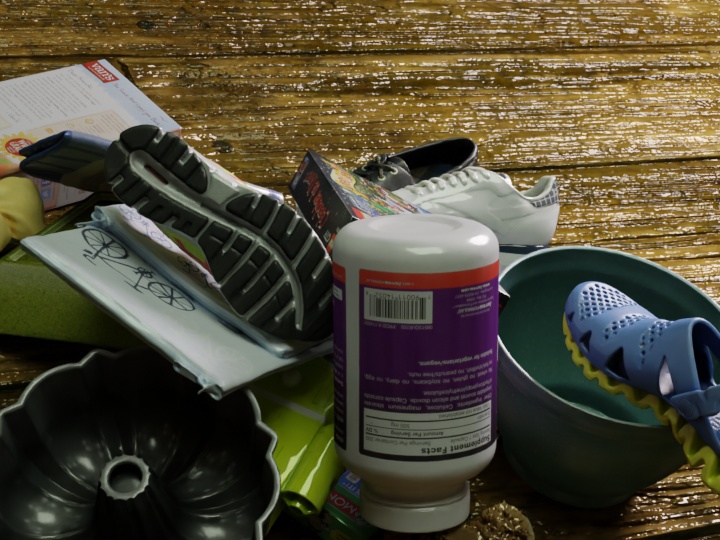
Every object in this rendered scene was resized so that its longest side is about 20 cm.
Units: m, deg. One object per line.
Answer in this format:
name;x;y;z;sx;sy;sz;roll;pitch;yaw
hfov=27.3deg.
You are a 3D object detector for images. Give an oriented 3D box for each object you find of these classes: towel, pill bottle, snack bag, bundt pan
towel;-0.177;-0.074;1.249;0.199;0.024;0.147;16;-11;-27
pill bottle;0.037;0.068;1.001;0.111;0.202;0.113;0;13;0
snack bag;-0.121;0.012;1.040;0.188;0.021;0.200;36;20;16
bundt pan;-0.149;0.152;0.967;0.200;0.076;0.203;0;54;0

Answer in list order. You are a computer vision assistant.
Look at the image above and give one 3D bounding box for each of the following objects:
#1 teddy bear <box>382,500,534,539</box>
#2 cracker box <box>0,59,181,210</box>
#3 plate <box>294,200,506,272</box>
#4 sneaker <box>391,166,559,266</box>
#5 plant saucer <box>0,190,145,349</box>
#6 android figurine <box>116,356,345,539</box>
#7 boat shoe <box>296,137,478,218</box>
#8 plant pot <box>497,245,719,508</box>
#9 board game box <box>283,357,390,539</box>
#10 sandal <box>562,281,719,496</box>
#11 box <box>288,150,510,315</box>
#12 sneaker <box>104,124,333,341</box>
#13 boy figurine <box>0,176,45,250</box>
teddy bear;0.059;0.219;1.008;0.145;0.067;0.199;46;41;18
cracker box;-0.283;-0.121;1.362;0.199;0.058;0.134;-20;48;-37
plate;0.048;0.000;1.327;0.198;0.033;0.200;3;37;-16
sneaker;0.079;-0.054;1.298;0.198;0.081;0.076;5;14;-20
plant saucer;-0.189;-0.011;1.188;0.199;0.048;0.200;5;28;26
android figurine;-0.091;0.111;1.071;0.181;0.041;0.200;23;54;18
boat shoe;0.027;-0.080;1.352;0.199;0.057;0.069;-17;45;-36
plant pot;0.180;0.096;1.145;0.199;0.135;0.201;8;38;-6
board game box;-0.036;0.126;1.126;0.199;0.029;0.134;32;40;23
sandal;0.221;0.064;1.020;0.079;0.088;0.200;-23;48;-34
box;0.025;-0.025;1.143;0.136;0.038;0.200;27;11;-19
sneaker;-0.088;-0.028;1.050;0.200;0.078;0.090;43;-1;5
boy figurine;-0.331;-0.015;1.183;0.124;0.065;0.200;-5;22;34
